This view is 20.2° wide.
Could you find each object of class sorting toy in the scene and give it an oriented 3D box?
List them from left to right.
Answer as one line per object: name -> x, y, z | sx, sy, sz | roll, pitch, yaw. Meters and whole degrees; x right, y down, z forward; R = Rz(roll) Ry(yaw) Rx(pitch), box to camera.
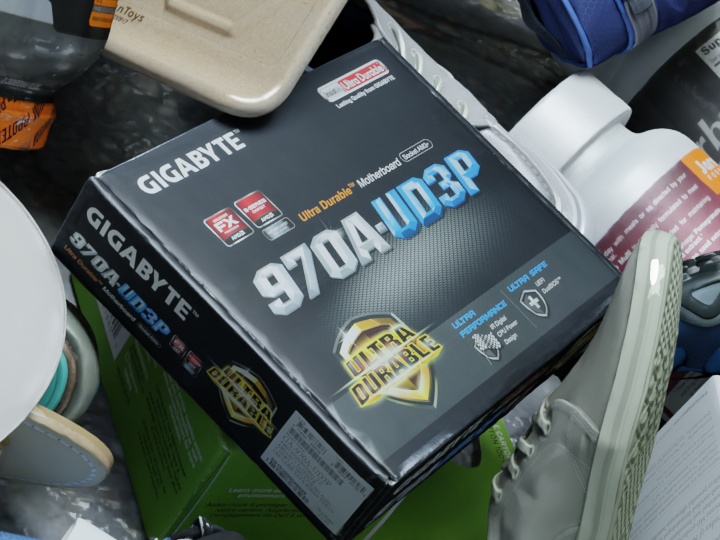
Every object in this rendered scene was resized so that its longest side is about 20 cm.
sorting toy -> -0.056, -0.168, 0.851 | 0.185, 0.200, 0.036 | 26, -14, 32

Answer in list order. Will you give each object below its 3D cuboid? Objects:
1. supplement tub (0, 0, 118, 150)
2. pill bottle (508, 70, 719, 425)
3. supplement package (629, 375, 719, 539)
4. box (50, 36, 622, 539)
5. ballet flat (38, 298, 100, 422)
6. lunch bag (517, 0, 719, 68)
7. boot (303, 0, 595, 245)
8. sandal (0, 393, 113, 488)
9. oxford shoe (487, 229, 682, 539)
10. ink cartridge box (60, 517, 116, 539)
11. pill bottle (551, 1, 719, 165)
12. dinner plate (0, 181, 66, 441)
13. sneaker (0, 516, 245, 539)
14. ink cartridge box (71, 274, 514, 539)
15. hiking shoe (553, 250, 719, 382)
supplement tub -> -0.141, -0.154, 0.765 | 0.122, 0.201, 0.123 | 16, 7, -2
pill bottle -> 0.151, 0.002, 0.981 | 0.200, 0.110, 0.109 | 45, 39, 9
supplement package -> 0.175, 0.165, 0.836 | 0.113, 0.110, 0.200 | 19, 42, -20
box -> 0.000, 0.000, 0.800 | 0.159, 0.046, 0.200 | 45, 39, 11
ballet flat -> -0.191, 0.009, 0.762 | 0.199, 0.068, 0.064 | 24, 7, -1
lunch bag -> 0.101, -0.204, 0.997 | 0.200, 0.132, 0.136 | 59, -2, -8
boot -> 0.018, -0.067, 0.922 | 0.200, 0.096, 0.074 | 35, 77, 34
sandal -> -0.198, 0.061, 0.708 | 0.211, 0.078, 0.070 | 23, 60, -7
oxford shoe -> 0.085, 0.078, 0.806 | 0.058, 0.201, 0.075 | 19, 16, 18
ink cartridge box -> -0.046, 0.188, 0.616 | 0.200, 0.146, 0.084 | 33, 39, -4
pill bottle -> 0.203, -0.079, 1.098 | 0.200, 0.116, 0.116 | 48, 40, 15
dinner plate -> -0.198, -0.004, 0.692 | 0.199, 0.024, 0.201 | 14, 40, -12
sneaker -> -0.081, 0.117, 0.708 | 0.199, 0.089, 0.079 | 15, 43, -22
ink cartridge box -> -0.005, 0.038, 0.855 | 0.199, 0.076, 0.148 | 4, 49, -33
hiking shoe -> 0.183, 0.030, 0.882 | 0.074, 0.199, 0.087 | -29, 102, -79
